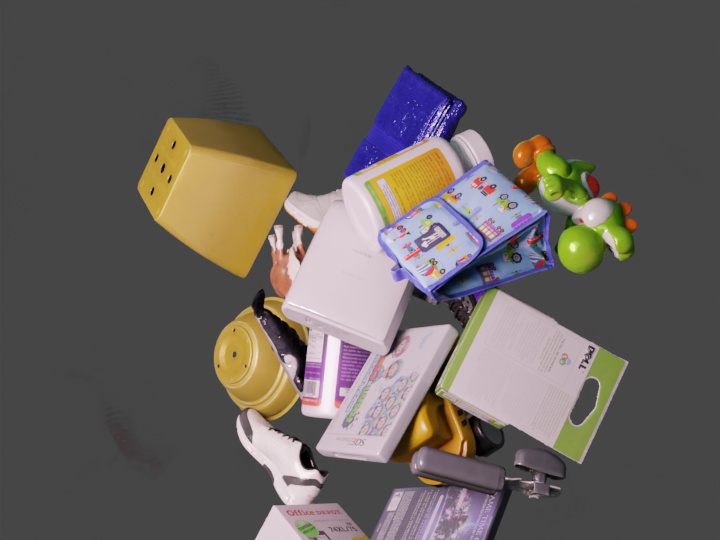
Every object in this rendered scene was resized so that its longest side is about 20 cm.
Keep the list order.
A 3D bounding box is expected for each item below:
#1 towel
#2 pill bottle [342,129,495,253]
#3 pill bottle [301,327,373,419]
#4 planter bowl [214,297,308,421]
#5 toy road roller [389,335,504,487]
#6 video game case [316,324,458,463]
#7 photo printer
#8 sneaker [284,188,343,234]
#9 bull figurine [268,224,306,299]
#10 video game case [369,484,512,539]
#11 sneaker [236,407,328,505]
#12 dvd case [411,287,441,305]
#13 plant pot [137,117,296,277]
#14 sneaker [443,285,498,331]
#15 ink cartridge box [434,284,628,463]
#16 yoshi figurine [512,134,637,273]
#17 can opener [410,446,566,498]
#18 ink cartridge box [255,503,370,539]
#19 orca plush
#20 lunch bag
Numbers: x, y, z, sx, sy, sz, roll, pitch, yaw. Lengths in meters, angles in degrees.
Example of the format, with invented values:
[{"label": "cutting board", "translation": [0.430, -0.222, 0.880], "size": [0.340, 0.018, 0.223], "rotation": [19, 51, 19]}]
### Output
[{"label": "towel", "translation": [0.059, -0.192, 1.590], "size": [0.147, 0.049, 0.202], "rotation": [40, 103, 40]}, {"label": "pill bottle", "translation": [0.083, -0.115, 1.468], "size": [0.198, 0.112, 0.112], "rotation": [-27, 55, -14]}, {"label": "pill bottle", "translation": [-0.024, 0.117, 1.576], "size": [0.110, 0.110, 0.204], "rotation": [1, 82, 42]}, {"label": "planter bowl", "translation": [-0.179, 0.139, 1.731], "size": [0.198, 0.083, 0.205], "rotation": [-10, 75, 41]}, {"label": "toy road roller", "translation": [0.090, 0.187, 1.436], "size": [0.122, 0.145, 0.203], "rotation": [-38, 59, 29]}, {"label": "video game case", "translation": [0.034, 0.163, 1.437], "size": [0.202, 0.024, 0.181], "rotation": [-58, 20, -21]}, {"label": "photo printer", "translation": [0.000, 0.000, 1.513], "size": [0.164, 0.070, 0.202], "rotation": [21, 67, 10]}, {"label": "sneaker", "translation": [-0.043, -0.093, 1.662], "size": [0.093, 0.075, 0.199], "rotation": [-56, 41, 1]}, {"label": "bull figurine", "translation": [-0.106, -0.005, 1.649], "size": [0.200, 0.064, 0.124], "rotation": [157, 107, -75]}, {"label": "video game case", "translation": [0.098, 0.346, 1.427], "size": [0.198, 0.019, 0.144], "rotation": [-13, 33, 39]}, {"label": "sneaker", "translation": [-0.119, 0.281, 1.666], "size": [0.200, 0.073, 0.080], "rotation": [46, 107, 29]}, {"label": "dvd case", "translation": [0.066, -0.049, 1.591], "size": [0.198, 0.016, 0.151], "rotation": [22, 97, 42]}, {"label": "plant pot", "translation": [-0.250, -0.141, 1.757], "size": [0.202, 0.174, 0.200], "rotation": [-60, 36, 15]}, {"label": "sneaker", "translation": [0.140, 0.038, 1.442], "size": [0.069, 0.098, 0.204], "rotation": [-32, 58, 52]}, {"label": "ink cartridge box", "translation": [0.214, 0.136, 1.353], "size": [0.198, 0.076, 0.149], "rotation": [29, 79, 4]}, {"label": "yoshi figurine", "translation": [0.261, -0.073, 1.366], "size": [0.201, 0.111, 0.113], "rotation": [51, 125, 33]}, {"label": "can opener", "translation": [0.164, 0.246, 1.350], "size": [0.053, 0.196, 0.068], "rotation": [122, 162, -66]}, {"label": "ink cartridge box", "translation": [-0.053, 0.452, 1.515], "size": [0.200, 0.145, 0.148], "rotation": [40, 109, 38]}, {"label": "orca plush", "translation": [-0.097, 0.111, 1.627], "size": [0.070, 0.202, 0.105], "rotation": [-32, 17, -10]}, {"label": "lunch bag", "translation": [0.124, -0.034, 1.370], "size": [0.198, 0.095, 0.151], "rotation": [-26, 41, -14]}]
